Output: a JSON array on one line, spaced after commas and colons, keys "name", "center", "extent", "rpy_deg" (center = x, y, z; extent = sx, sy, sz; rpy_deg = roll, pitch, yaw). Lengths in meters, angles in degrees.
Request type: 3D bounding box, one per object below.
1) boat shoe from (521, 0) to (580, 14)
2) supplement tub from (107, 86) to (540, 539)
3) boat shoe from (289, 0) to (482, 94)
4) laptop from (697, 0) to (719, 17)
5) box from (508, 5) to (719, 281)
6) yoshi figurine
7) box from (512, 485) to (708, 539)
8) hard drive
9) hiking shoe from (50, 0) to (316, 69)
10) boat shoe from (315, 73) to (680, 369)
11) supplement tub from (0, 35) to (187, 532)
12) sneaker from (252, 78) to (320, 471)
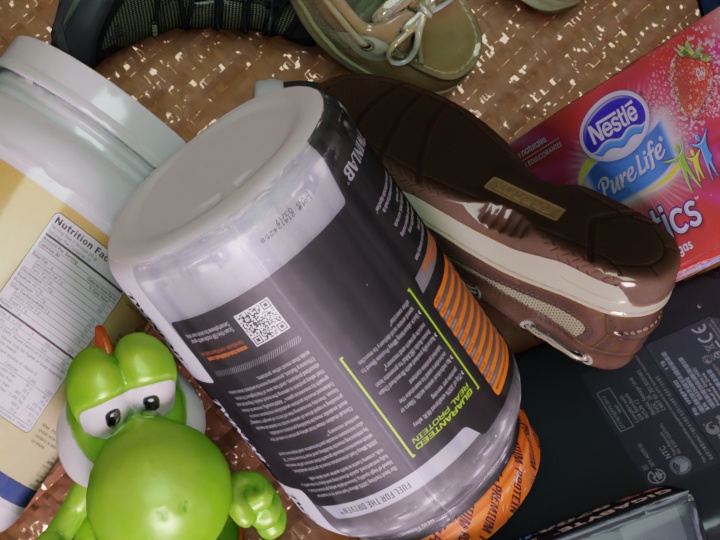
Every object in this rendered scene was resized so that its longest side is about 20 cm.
[{"name": "boat shoe", "center": [0.052, -0.212, 0.835], "extent": [0.199, 0.066, 0.075], "rpy_deg": [28, 56, -19]}, {"name": "supplement tub", "center": [-0.009, 0.031, 0.717], "extent": [0.122, 0.122, 0.201], "rpy_deg": [-40, 114, -10]}, {"name": "boat shoe", "center": [0.000, -0.154, 0.798], "extent": [0.201, 0.063, 0.074], "rpy_deg": [44, 73, -34]}, {"name": "laptop", "center": [0.135, -0.215, 0.813], "extent": [0.198, 0.177, 0.104], "rpy_deg": [25, 79, -1]}, {"name": "box", "center": [0.161, -0.054, 0.769], "extent": [0.099, 0.200, 0.096], "rpy_deg": [-17, 81, -35]}, {"name": "yoshi figurine", "center": [-0.091, 0.112, 0.722], "extent": [0.111, 0.201, 0.113], "rpy_deg": [25, 60, 18]}, {"name": "box", "center": [0.100, 0.215, 0.715], "extent": [0.157, 0.046, 0.202], "rpy_deg": [-18, 89, -8]}, {"name": "hard drive", "center": [0.129, 0.087, 0.802], "extent": [0.198, 0.033, 0.140], "rpy_deg": [-22, 50, -7]}, {"name": "hiking shoe", "center": [-0.064, -0.153, 0.837], "extent": [0.199, 0.076, 0.101], "rpy_deg": [-37, 82, -10]}, {"name": "boat shoe", "center": [0.050, -0.018, 0.763], "extent": [0.201, 0.075, 0.074], "rpy_deg": [34, 46, 26]}, {"name": "supplement tub", "center": [-0.171, 0.006, 0.768], "extent": [0.144, 0.144, 0.201], "rpy_deg": [34, 79, 1]}, {"name": "sneaker", "center": [0.000, 0.000, 0.819], "extent": [0.110, 0.073, 0.203], "rpy_deg": [-1, 80, -4]}]
